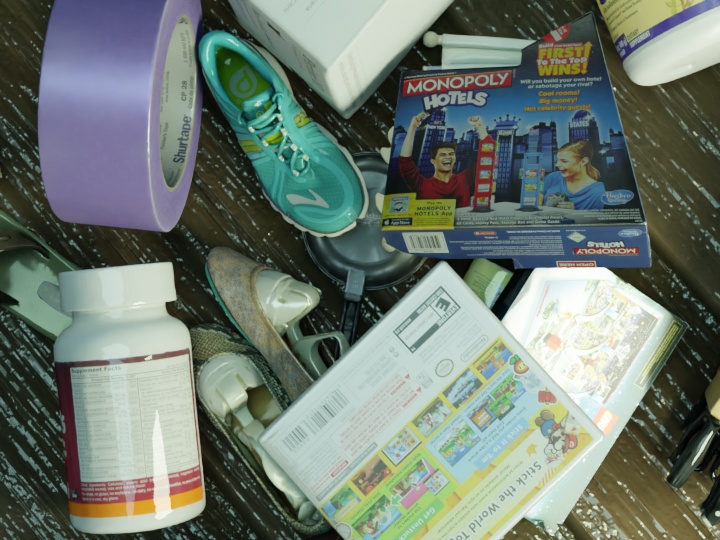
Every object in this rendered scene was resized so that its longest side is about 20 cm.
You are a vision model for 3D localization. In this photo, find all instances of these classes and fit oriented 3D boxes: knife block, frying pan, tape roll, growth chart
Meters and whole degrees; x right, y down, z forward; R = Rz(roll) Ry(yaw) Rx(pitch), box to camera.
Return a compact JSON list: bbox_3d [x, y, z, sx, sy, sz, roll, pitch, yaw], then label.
[{"bbox_3d":[0.306,0.095,1.052,0.064,0.200,0.176,31,58,4],"label":"knife block"},{"bbox_3d":[-0.013,-0.011,1.147,0.114,0.031,0.191,33,85,6],"label":"frying pan"},{"bbox_3d":[-0.180,-0.133,1.077,0.084,0.200,0.202,6,86,4],"label":"tape roll"},{"bbox_3d":[0.090,-0.104,1.135,0.143,0.018,0.202,9,78,2],"label":"growth chart"}]

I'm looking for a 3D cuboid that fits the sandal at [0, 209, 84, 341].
[{"bbox_3d":[-0.294,-0.004,1.140,0.199,0.057,0.080,26,93,0],"label":"sandal"}]

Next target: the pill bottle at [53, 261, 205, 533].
[{"bbox_3d":[-0.184,0.098,1.098,0.108,0.110,0.202,-6,91,3],"label":"pill bottle"}]

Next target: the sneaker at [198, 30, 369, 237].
[{"bbox_3d":[-0.070,-0.110,1.120,0.077,0.080,0.201,-39,77,3],"label":"sneaker"}]

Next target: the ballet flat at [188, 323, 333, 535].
[{"bbox_3d":[-0.080,0.125,1.115,0.068,0.075,0.201,-35,85,1],"label":"ballet flat"}]

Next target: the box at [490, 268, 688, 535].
[{"bbox_3d":[0.148,0.089,1.099,0.136,0.038,0.201,32,91,-14],"label":"box"}]

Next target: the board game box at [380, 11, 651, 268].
[{"bbox_3d":[0.127,-0.102,1.077,0.198,0.062,0.202,0,59,16],"label":"board game box"}]

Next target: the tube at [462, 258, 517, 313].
[{"bbox_3d":[0.069,0.087,1.126,0.058,0.052,0.201,27,90,42],"label":"tube"}]

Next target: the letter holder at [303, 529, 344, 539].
[{"bbox_3d":[-0.092,0.282,1.071,0.198,0.142,0.102,-18,85,1],"label":"letter holder"}]

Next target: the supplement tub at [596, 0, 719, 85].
[{"bbox_3d":[0.243,-0.263,1.091,0.144,0.145,0.202,-22,85,1],"label":"supplement tub"}]

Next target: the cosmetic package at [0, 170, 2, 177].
[{"bbox_3d":[-0.376,-0.163,1.153,0.104,0.071,0.202,-16,85,2],"label":"cosmetic package"}]

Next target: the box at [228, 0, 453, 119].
[{"bbox_3d":[0.001,-0.247,1.075,0.131,0.199,0.200,41,89,6],"label":"box"}]

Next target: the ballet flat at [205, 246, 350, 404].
[{"bbox_3d":[-0.047,0.053,1.118,0.067,0.068,0.201,-35,89,30],"label":"ballet flat"}]

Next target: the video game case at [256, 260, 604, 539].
[{"bbox_3d":[0.052,0.127,1.056,0.200,0.023,0.182,-43,85,2],"label":"video game case"}]
